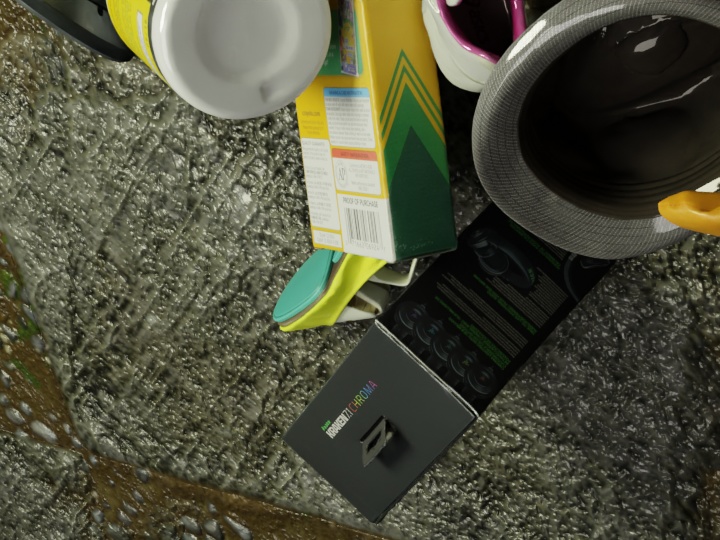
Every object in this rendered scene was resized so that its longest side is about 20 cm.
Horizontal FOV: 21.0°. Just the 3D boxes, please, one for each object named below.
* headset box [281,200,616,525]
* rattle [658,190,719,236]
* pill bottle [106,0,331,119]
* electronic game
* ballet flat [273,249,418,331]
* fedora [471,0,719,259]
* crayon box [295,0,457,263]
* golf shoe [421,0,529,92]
[{"bbox_3d":[0.056,0.057,1.316,0.093,0.200,0.174,43,140,4],"label":"headset box"},{"bbox_3d":[0.268,-0.093,1.064,0.143,0.130,0.200,40,130,46],"label":"rattle"},{"bbox_3d":[-0.102,-0.177,1.267,0.200,0.114,0.114,43,157,62],"label":"pill bottle"},{"bbox_3d":[-0.240,-0.216,1.380,0.200,0.200,0.042,41,100,6],"label":"electronic game"},{"bbox_3d":[0.000,0.000,1.431,0.067,0.067,0.200,27,140,-11],"label":"ballet flat"},{"bbox_3d":[0.163,-0.110,1.140,0.177,0.090,0.200,26,130,-15],"label":"fedora"},{"bbox_3d":[0.003,-0.112,1.269,0.126,0.051,0.201,12,112,64],"label":"crayon box"},{"bbox_3d":[0.055,-0.203,1.164,0.200,0.075,0.092,63,177,-9],"label":"golf shoe"}]
